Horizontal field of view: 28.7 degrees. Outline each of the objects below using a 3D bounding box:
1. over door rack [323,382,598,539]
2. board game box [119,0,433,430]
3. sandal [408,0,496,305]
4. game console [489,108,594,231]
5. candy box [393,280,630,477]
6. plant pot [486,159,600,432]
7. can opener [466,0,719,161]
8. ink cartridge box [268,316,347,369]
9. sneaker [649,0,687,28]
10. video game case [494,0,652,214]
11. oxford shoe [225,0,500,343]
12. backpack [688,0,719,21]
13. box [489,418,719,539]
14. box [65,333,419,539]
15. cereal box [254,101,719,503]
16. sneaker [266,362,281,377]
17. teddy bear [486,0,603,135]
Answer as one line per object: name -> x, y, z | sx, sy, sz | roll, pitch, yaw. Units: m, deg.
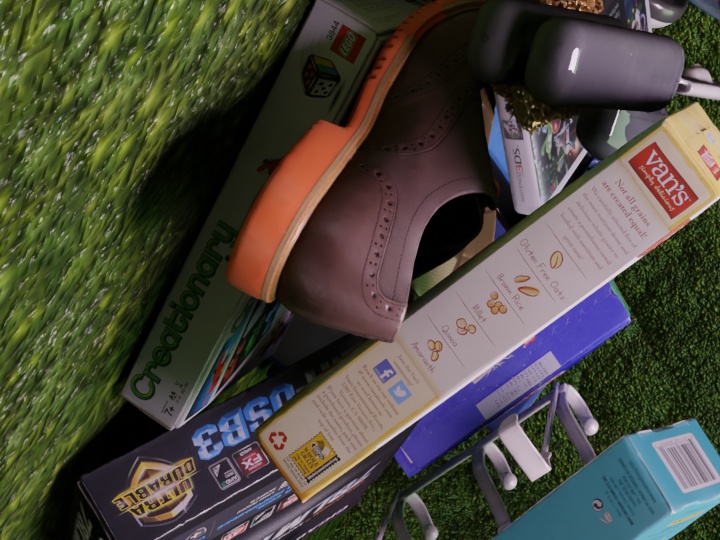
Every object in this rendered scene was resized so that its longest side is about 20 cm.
over door rack -> 0.068, 0.139, 0.840 | 0.147, 0.067, 0.200 | -37, 172, 15
board game box -> -0.031, -0.033, 0.646 | 0.202, 0.034, 0.126 | -61, 171, 20
sandal -> 0.031, -0.056, 0.728 | 0.053, 0.080, 0.202 | -17, -133, 29
game console -> 0.129, -0.151, 0.900 | 0.201, 0.118, 0.173 | -53, 173, -34
candy box -> 0.092, 0.046, 0.929 | 0.168, 0.078, 0.200 | -35, 176, 8
plant pot -> 0.129, -0.005, 1.271 | 0.201, 0.179, 0.201 | -52, 171, -34
can opener -> 0.105, -0.071, 0.599 | 0.199, 0.053, 0.068 | -8, 118, -57
ink cartridge box -> 0.000, 0.000, 0.856 | 0.117, 0.068, 0.200 | -55, 173, 7
sneaker -> 0.182, -0.193, 1.084 | 0.109, 0.067, 0.202 | -57, -162, 21
video game case -> 0.120, -0.162, 0.808 | 0.200, 0.023, 0.184 | -51, 137, -44
oxford shoe -> 0.023, -0.041, 0.552 | 0.201, 0.072, 0.072 | -54, 170, -43
backpack -> 0.256, -0.268, 0.960 | 0.150, 0.200, 0.179 | -19, 147, -45
box -> 0.117, 0.163, 0.816 | 0.082, 0.050, 0.200 | -4, 146, -49
box -> -0.062, 0.118, 0.737 | 0.198, 0.050, 0.199 | -27, 160, -29
cereal box -> 0.061, 0.008, 0.572 | 0.199, 0.040, 0.144 | -37, 177, 20
sneaker -> -0.005, 0.059, 1.019 | 0.072, 0.082, 0.200 | -59, 173, 10
teddy bear -> 0.081, -0.165, 0.633 | 0.201, 0.066, 0.147 | 94, -2, -53
